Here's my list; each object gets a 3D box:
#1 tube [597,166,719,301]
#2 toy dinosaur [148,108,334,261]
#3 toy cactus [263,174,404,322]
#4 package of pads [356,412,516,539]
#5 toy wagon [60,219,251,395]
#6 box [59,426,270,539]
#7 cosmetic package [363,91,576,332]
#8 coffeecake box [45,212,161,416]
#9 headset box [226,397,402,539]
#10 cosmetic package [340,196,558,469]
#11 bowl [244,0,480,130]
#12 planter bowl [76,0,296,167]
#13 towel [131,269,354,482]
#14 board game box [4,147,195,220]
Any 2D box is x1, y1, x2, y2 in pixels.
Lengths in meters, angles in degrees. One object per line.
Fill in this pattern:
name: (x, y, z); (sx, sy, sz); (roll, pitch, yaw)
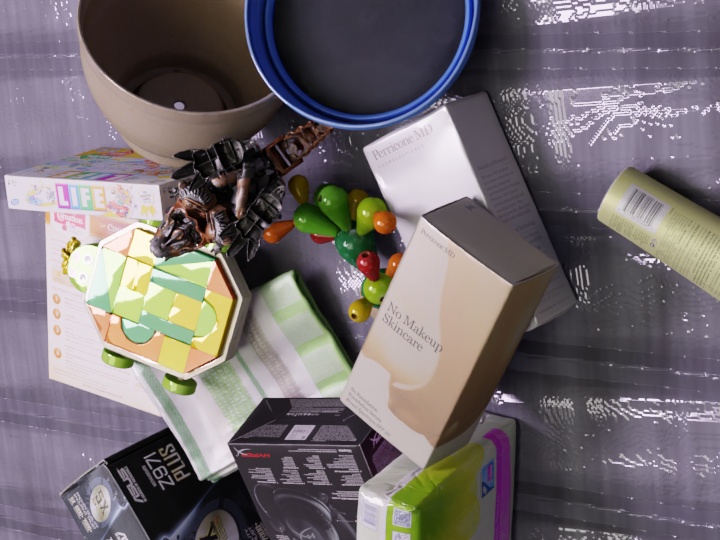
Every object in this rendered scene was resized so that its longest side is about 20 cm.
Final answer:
tube: (0.281, -0.009, 1.350); (0.200, 0.052, 0.058); (34, 164, 20)
toy dinosaur: (-0.105, -0.078, 1.489); (0.102, 0.136, 0.200); (33, 100, 0)
toy cactus: (0.000, 0.000, 1.511); (0.165, 0.102, 0.200); (59, 170, -31)
package of pads: (0.065, 0.226, 1.486); (0.068, 0.200, 0.155); (13, 113, 28)
toy wagon: (-0.202, 0.021, 1.618); (0.199, 0.040, 0.156); (21, 103, 16)
box: (-0.171, 0.259, 1.698); (0.086, 0.164, 0.200); (-36, 82, 39)
cosmetic package: (0.092, -0.039, 1.462); (0.102, 0.074, 0.200); (-25, 90, 39)
coffeecake box: (-0.235, 0.025, 1.725); (0.153, 0.073, 0.201); (15, 114, 31)
headset box: (-0.014, 0.218, 1.590); (0.148, 0.077, 0.200); (-4, 122, 34)
cosmetic package: (0.070, 0.052, 1.416); (0.105, 0.071, 0.200); (37, 125, 23)
bowl: (0.003, -0.215, 1.437); (0.200, 0.039, 0.201); (-1, 86, 13)
planter bowl: (-0.156, -0.177, 1.541); (0.200, 0.200, 0.135); (44, 149, 17)
towel: (-0.107, 0.103, 1.637); (0.200, 0.031, 0.149); (-29, 99, 23)
board game box: (-0.220, -0.084, 1.640); (0.200, 0.134, 0.034); (5, 108, 35)
